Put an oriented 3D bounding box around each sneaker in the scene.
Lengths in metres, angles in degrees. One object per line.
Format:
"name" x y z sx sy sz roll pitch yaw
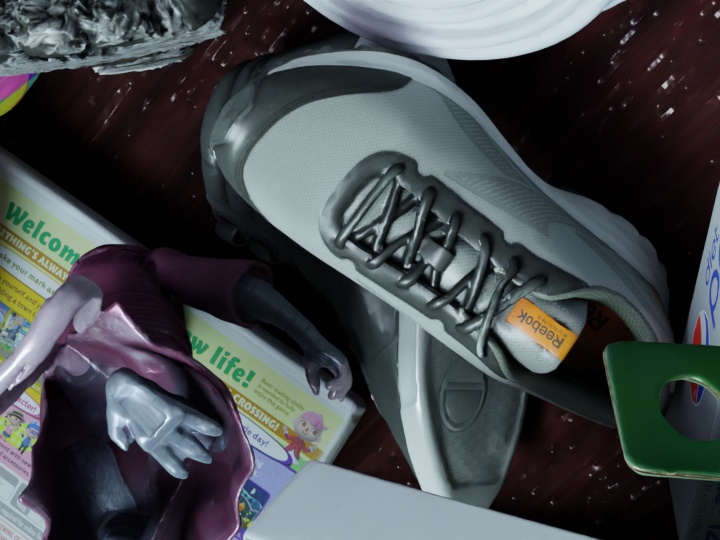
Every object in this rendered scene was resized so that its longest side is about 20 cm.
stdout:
"sneaker" 0.000 0.000 1.026 0.099 0.071 0.201 4 117 40
"sneaker" 0.037 -0.010 0.925 0.200 0.079 0.074 30 112 -26

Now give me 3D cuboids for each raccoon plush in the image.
"raccoon plush" -0.110 -0.140 0.965 0.200 0.096 0.135 175 85 -78

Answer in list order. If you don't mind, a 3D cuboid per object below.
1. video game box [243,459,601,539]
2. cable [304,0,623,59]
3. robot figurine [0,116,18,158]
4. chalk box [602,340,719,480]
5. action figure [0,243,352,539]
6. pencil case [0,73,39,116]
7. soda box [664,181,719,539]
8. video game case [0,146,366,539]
"video game box" 0.072 0.158 0.878 0.199 0.047 0.183 11 139 45
"cable" 0.028 -0.168 0.893 0.199 0.069 0.201 24 129 22
"robot figurine" -0.179 0.009 1.164 0.145 0.058 0.201 -28 99 41
"chalk box" 0.176 0.036 0.806 0.199 0.125 0.124 -9 127 3
"action figure" -0.094 0.042 0.981 0.149 0.200 0.134 39 108 -25
"pencil case" -0.199 -0.145 1.066 0.200 0.088 0.088 50 134 -2
"soda box" 0.151 0.004 0.900 0.063 0.068 0.201 5 126 -4
"video game case" -0.125 0.074 1.088 0.200 0.022 0.183 34 96 14
